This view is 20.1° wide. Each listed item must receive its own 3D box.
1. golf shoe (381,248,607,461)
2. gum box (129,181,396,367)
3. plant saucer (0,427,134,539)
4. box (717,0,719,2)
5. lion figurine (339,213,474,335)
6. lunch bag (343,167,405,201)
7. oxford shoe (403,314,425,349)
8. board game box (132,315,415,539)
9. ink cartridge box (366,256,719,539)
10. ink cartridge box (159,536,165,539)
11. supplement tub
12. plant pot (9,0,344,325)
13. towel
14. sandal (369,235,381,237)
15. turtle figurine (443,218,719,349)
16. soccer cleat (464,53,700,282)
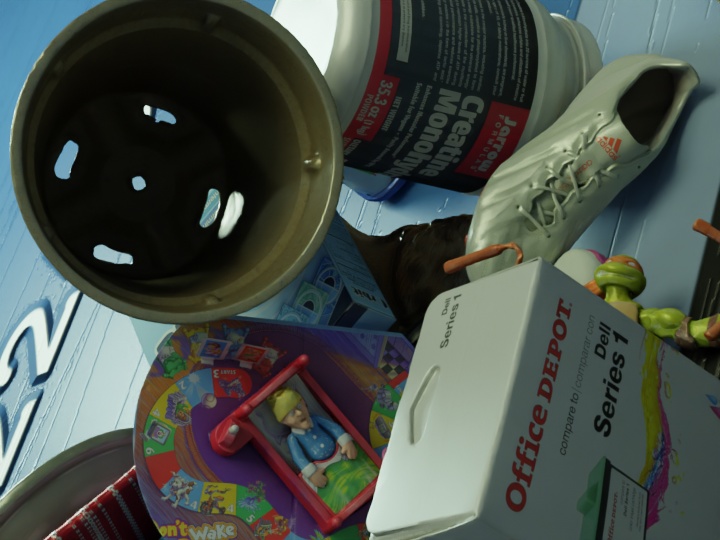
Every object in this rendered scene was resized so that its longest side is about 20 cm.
[{"bbox_3d":[0.086,0.065,1.222,0.075,0.091,0.201,3,62,61],"label":"golf shoe"},{"bbox_3d":[-0.076,0.020,1.374,0.170,0.044,0.200,-49,43,20],"label":"gum box"},{"bbox_3d":[-0.179,0.194,1.322,0.050,0.200,0.200,41,98,29],"label":"plant saucer"},{"bbox_3d":[0.267,-0.251,1.227,0.193,0.122,0.200,-52,27,9],"label":"box"},{"bbox_3d":[0.000,0.000,1.386,0.199,0.072,0.123,20,101,25],"label":"lion figurine"},{"bbox_3d":[0.003,-0.142,1.612,0.161,0.075,0.200,-57,27,4],"label":"lunch bag"},{"bbox_3d":[0.046,0.089,1.303,0.200,0.073,0.084,-47,64,-5],"label":"oxford shoe"},{"bbox_3d":[-0.035,0.103,1.218,0.039,0.199,0.159,134,141,-68],"label":"board game box"},{"bbox_3d":[0.116,0.108,0.998,0.084,0.200,0.145,-23,42,48],"label":"ink cartridge box"},{"bbox_3d":[-0.112,0.277,1.256,0.145,0.084,0.200,45,103,23],"label":"ink cartridge box"},{"bbox_3d":[0.046,-0.128,1.347,0.140,0.199,0.141,-34,51,55],"label":"supplement tub"},{"bbox_3d":[-0.129,-0.064,1.282,0.201,0.200,0.183,-61,12,-10],"label":"plant pot"},{"bbox_3d":[-0.150,0.177,1.266,0.200,0.145,0.022,-40,59,-16],"label":"towel"},{"bbox_3d":[-0.031,0.038,1.479,0.200,0.075,0.048,-43,3,28],"label":"sandal"},{"bbox_3d":[0.134,0.054,1.166,0.199,0.064,0.162,2,64,23],"label":"turtle figurine"},{"bbox_3d":[0.137,-0.064,1.274,0.200,0.069,0.077,-51,20,-19],"label":"soccer cleat"}]
